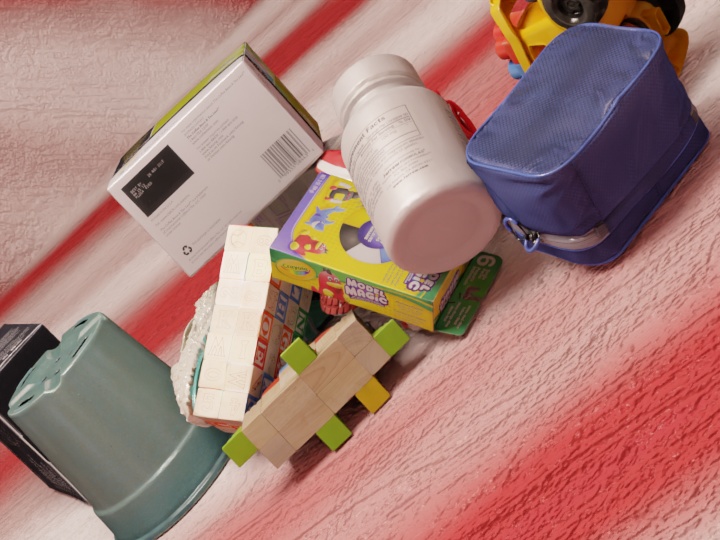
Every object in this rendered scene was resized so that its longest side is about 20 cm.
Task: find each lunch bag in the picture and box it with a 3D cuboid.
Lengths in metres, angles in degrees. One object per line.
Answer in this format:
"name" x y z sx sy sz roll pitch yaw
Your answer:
"lunch bag" 0.197 -0.098 1.330 0.200 0.133 0.135 -49 35 -13

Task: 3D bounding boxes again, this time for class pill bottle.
"pill bottle" 0.045 -0.104 1.432 0.114 0.114 0.201 -39 48 17

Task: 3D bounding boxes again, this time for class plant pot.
"plant pot" -0.265 0.164 1.687 0.200 0.196 0.201 -40 17 15

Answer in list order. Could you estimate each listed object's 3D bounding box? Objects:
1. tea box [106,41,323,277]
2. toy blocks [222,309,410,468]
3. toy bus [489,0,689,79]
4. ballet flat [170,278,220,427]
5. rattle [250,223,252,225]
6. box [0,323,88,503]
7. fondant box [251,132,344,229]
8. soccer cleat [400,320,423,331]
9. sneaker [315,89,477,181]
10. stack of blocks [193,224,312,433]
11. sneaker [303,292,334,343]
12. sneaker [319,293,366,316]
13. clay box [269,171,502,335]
"tea box" -0.155 -0.126 1.681 0.200 0.134 0.197 -42 14 8
"toy blocks" -0.044 0.109 1.507 0.200 0.100 0.137 -44 6 2
"toy bus" 0.193 -0.248 1.482 0.191 0.201 0.136 -1 45 44
"ballet flat" -0.167 0.094 1.654 0.071 0.072 0.201 -32 29 36
"rattle" -0.176 0.023 1.901 0.130 0.144 0.200 13 52 48
"box" -0.396 0.176 1.946 0.124 0.200 0.196 -50 19 -20
"fondant box" -0.035 -0.064 1.749 0.058 0.144 0.199 -52 19 -29
"soccer cleat" 0.068 -0.015 1.543 0.077 0.070 0.201 -20 28 17
"sneaker" 0.046 -0.126 1.563 0.199 0.078 0.117 17 89 38
"stack of blocks" -0.107 0.067 1.598 0.058 0.115 0.202 5 75 21
"sneaker" -0.103 0.062 1.756 0.199 0.075 0.088 -31 1 17
"sneaker" 0.000 0.000 1.610 0.200 0.081 0.079 -107 25 -77
"clay box" 0.027 -0.017 1.465 0.198 0.048 0.115 17 50 19
